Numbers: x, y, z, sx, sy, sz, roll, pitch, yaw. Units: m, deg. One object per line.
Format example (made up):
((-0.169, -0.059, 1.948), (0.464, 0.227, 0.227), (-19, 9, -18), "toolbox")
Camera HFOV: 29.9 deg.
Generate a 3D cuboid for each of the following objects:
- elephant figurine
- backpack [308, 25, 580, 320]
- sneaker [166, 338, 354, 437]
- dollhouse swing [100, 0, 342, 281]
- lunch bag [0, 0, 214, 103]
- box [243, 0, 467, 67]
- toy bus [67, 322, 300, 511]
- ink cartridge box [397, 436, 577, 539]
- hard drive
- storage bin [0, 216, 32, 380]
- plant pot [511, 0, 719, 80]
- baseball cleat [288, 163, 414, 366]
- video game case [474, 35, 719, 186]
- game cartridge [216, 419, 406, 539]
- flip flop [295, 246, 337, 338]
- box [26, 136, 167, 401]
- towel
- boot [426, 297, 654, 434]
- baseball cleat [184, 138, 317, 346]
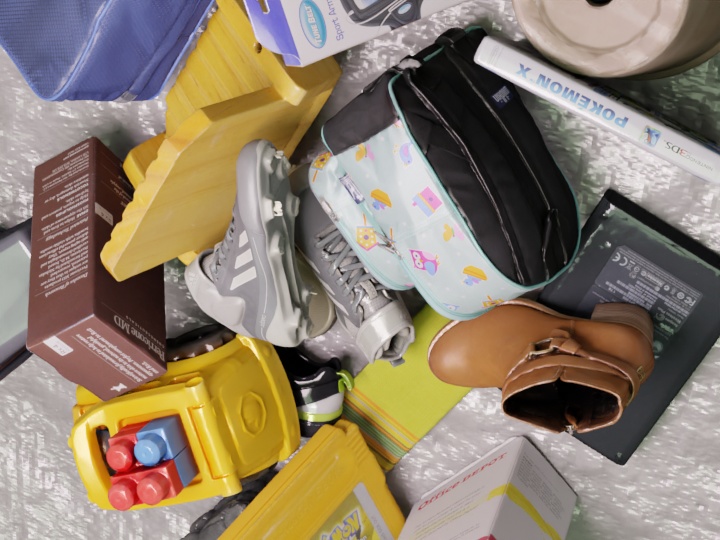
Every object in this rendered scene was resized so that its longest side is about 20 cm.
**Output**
((-0.072, 0.303, 1.294), (0.141, 0.155, 0.200), (-37, 91, 25), "elephant figurine")
((0.072, -0.062, 1.045), (0.153, 0.176, 0.200), (-37, 93, 38), "backpack")
((-0.097, 0.083, 1.242), (0.199, 0.072, 0.083), (18, 111, 14), "sneaker")
((-0.145, -0.116, 1.067), (0.182, 0.175, 0.200), (55, 129, 24), "dollhouse swing")
((-0.202, -0.227, 1.102), (0.136, 0.132, 0.200), (53, 125, 22), "lunch bag")
((-0.002, -0.234, 1.003), (0.199, 0.041, 0.120), (-24, 108, -17), "box")
((-0.177, 0.146, 1.146), (0.199, 0.192, 0.136), (-13, 103, 24), "toy bus")
((0.095, 0.253, 1.165), (0.145, 0.200, 0.083), (-37, 99, 31), "ink cartridge box")
((0.211, 0.051, 1.119), (0.139, 0.033, 0.200), (32, 118, 5), "hard drive")
((-0.305, -0.001, 1.223), (0.134, 0.200, 0.146), (-30, 99, 19), "storage bin")
((0.181, -0.212, 0.936), (0.199, 0.174, 0.201), (9, 117, 18), "plant pot")
((0.000, 0.000, 1.114), (0.070, 0.106, 0.200), (-34, 134, -5), "baseball cleat")
((0.177, -0.117, 0.966), (0.182, 0.200, 0.022), (28, 103, 8), "video game case")
((-0.031, 0.257, 1.208), (0.032, 0.176, 0.200), (14, 140, 44), "game cartridge")
((-0.106, -0.010, 1.207), (0.200, 0.058, 0.081), (44, 121, -2), "flip flop")
((-0.220, -0.004, 1.131), (0.075, 0.201, 0.100), (-24, 139, 20), "box")
((0.040, 0.110, 1.230), (0.086, 0.018, 0.200), (39, 120, -5), "towel")
((0.129, 0.084, 1.055), (0.199, 0.155, 0.077), (-2, 111, 21), "boot")
((-0.094, -0.016, 1.052), (0.106, 0.070, 0.201), (6, 130, 16), "baseball cleat")
